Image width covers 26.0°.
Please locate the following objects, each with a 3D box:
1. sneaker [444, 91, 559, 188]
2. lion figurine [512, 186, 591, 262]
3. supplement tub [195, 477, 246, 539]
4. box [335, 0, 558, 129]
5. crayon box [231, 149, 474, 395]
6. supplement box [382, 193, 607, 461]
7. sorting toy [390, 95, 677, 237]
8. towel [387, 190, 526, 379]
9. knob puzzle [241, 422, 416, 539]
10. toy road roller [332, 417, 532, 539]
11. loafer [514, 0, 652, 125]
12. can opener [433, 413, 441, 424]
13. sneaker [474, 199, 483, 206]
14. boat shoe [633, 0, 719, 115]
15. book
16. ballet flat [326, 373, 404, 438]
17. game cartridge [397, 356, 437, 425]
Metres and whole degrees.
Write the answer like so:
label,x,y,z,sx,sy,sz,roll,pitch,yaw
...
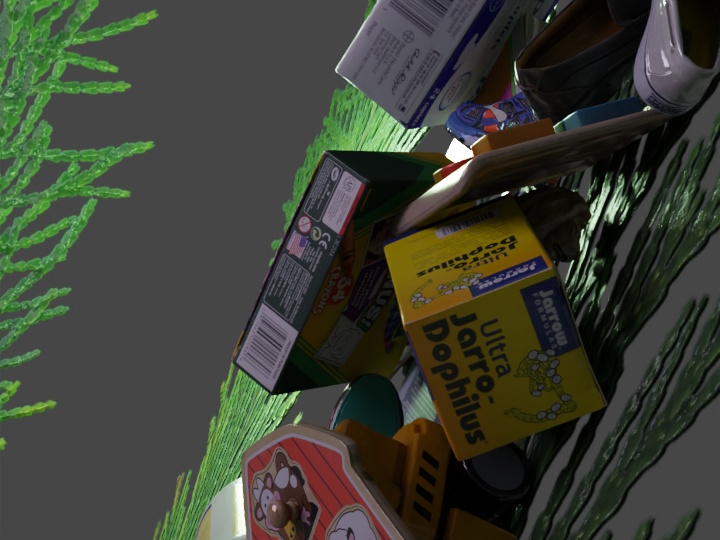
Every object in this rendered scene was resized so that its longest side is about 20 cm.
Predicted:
label,x,y,z,sx,sy,sz,roll,pitch,yaw
sneaker,0.145,-0.129,1.432,0.079,0.075,0.200,-54,27,0
lion figurine,0.116,-0.008,1.291,0.122,0.073,0.200,-30,-6,-13
supplement tub,-0.082,0.285,1.436,0.146,0.145,0.200,-64,10,12
box,0.098,-0.253,1.603,0.184,0.105,0.200,-56,-17,24
crayon box,0.000,0.000,1.303,0.172,0.058,0.200,-4,-56,-53
supplement box,0.090,0.034,1.113,0.109,0.109,0.200,-22,16,3
sorting toy,0.130,-0.087,1.181,0.037,0.200,0.185,68,162,4
towel,0.077,0.018,1.452,0.144,0.023,0.200,-48,-8,-51
knob puzzle,-0.041,0.196,1.088,0.219,0.030,0.220,16,109,54
toy road roller,0.024,0.194,1.097,0.200,0.146,0.123,-76,14,-45
loafer,0.199,-0.199,1.193,0.200,0.072,0.073,-50,51,1
can opener,0.059,0.171,1.237,0.200,0.053,0.067,-67,11,-12
sneaker,0.045,-0.028,1.477,0.200,0.089,0.079,-47,-7,-40
boat shoe,0.244,-0.214,1.111,0.086,0.074,0.202,132,157,-61
book,0.137,-0.142,1.581,0.134,0.048,0.200,-81,17,-47
ballet flat,-0.004,0.189,1.326,0.068,0.068,0.201,106,172,-69
game cartridge,0.066,0.125,1.360,0.134,0.040,0.200,-62,10,4
